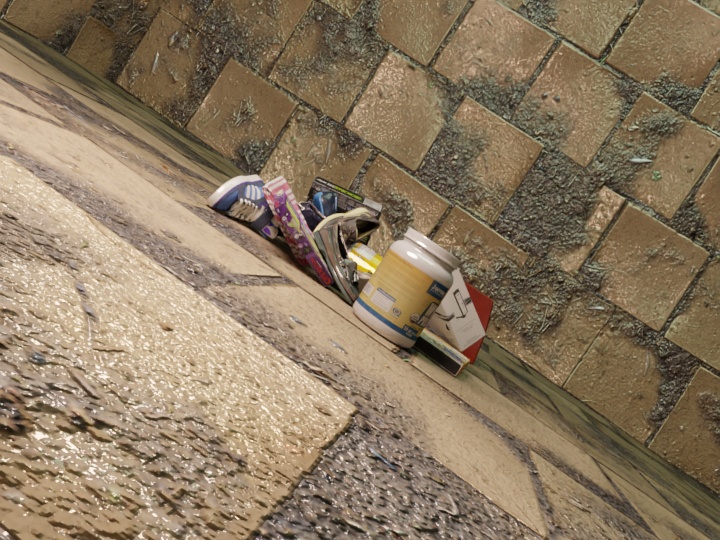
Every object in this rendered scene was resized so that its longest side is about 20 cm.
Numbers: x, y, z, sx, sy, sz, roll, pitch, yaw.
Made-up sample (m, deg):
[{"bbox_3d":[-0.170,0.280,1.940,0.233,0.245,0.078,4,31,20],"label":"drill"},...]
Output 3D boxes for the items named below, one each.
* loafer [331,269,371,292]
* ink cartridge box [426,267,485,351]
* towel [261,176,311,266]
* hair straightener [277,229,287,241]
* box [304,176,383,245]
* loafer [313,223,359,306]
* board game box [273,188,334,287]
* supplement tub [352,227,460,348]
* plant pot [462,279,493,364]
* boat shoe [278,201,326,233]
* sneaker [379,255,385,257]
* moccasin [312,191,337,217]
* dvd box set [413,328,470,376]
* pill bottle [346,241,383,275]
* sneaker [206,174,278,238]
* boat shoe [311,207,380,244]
[{"bbox_3d":[0.016,0.041,1.579,0.199,0.076,0.067,35,10,9],"label":"loafer"},{"bbox_3d":[0.196,0.078,1.675,0.146,0.084,0.202,8,-54,65],"label":"ink cartridge box"},{"bbox_3d":[-0.151,-0.116,1.589,0.202,0.030,0.146,64,14,-12],"label":"towel"},{"bbox_3d":[-0.191,-0.084,1.757,0.077,0.041,0.200,38,1,44],"label":"hair straightener"},{"bbox_3d":[-0.064,-0.122,1.858,0.198,0.194,0.048,23,30,-2],"label":"box"},{"bbox_3d":[-0.039,-0.019,1.493,0.201,0.063,0.072,62,5,30],"label":"loafer"},{"bbox_3d":[-0.120,-0.070,1.481,0.201,0.032,0.120,58,9,-20],"label":"board game box"},{"bbox_3d":[0.092,0.033,1.376,0.144,0.201,0.145,33,4,-3],"label":"supplement tub"},{"bbox_3d":[0.248,0.108,1.935,0.199,0.177,0.200,32,4,-24],"label":"plant pot"},{"bbox_3d":[-0.169,-0.144,1.694,0.199,0.093,0.075,37,22,-14],"label":"boat shoe"},{"bbox_3d":[0.041,-0.004,1.800,0.199,0.089,0.075,35,6,42],"label":"sneaker"},{"bbox_3d":[-0.071,-0.101,1.788,0.068,0.202,0.080,-15,24,-27],"label":"moccasin"},{"bbox_3d":[0.168,0.173,1.544,0.146,0.030,0.200,35,5,13],"label":"dvd box set"},{"bbox_3d":[0.000,0.000,1.676,0.199,0.113,0.113,35,4,11],"label":"pill bottle"},{"bbox_3d":[-0.241,-0.132,1.568,0.147,0.080,0.200,53,26,1],"label":"sneaker"},{"bbox_3d":[-0.031,-0.095,1.627,0.064,0.074,0.199,26,40,32],"label":"boat shoe"}]
